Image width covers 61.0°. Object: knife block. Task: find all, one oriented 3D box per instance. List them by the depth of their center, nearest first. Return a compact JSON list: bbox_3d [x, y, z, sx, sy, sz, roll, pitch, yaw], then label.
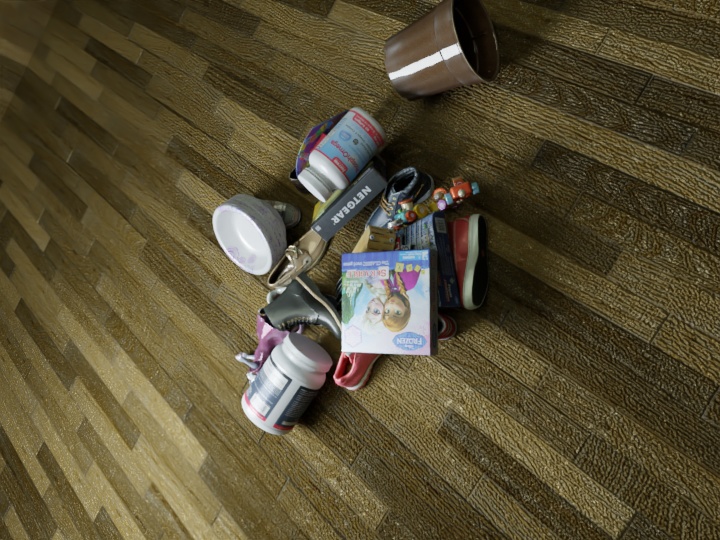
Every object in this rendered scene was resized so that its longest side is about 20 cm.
[{"bbox_3d":[0.000,0.000,1.349,0.175,0.063,0.202,-162,81,-67],"label":"knife block"}]

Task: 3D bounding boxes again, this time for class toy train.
[{"bbox_3d":[0.145,-0.146,1.269,0.198,0.150,0.056,-21,85,10],"label":"toy train"}]

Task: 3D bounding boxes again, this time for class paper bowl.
[{"bbox_3d":[-0.267,-0.099,1.540,0.199,0.104,0.202,24,136,26],"label":"paper bowl"}]

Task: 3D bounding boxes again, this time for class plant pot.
[{"bbox_3d":[0.170,-0.476,1.332,0.197,0.199,0.203,-11,72,39],"label":"plant pot"}]

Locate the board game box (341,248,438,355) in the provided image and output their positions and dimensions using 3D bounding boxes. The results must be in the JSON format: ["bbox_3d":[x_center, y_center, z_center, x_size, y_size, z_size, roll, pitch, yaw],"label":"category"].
[{"bbox_3d":[0.055,0.063,1.202,0.198,0.041,0.202,-3,86,31],"label":"board game box"}]

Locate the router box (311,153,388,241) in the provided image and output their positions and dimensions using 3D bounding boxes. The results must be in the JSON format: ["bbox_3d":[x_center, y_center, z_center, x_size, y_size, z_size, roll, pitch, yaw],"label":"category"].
[{"bbox_3d":[-0.025,-0.177,1.412,0.200,0.052,0.158,-42,20,19],"label":"router box"}]

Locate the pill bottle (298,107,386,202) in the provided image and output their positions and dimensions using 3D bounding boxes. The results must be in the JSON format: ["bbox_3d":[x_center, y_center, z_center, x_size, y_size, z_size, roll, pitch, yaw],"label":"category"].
[{"bbox_3d":[-0.042,-0.252,1.348,0.109,0.109,0.200,38,84,34],"label":"pill bottle"}]

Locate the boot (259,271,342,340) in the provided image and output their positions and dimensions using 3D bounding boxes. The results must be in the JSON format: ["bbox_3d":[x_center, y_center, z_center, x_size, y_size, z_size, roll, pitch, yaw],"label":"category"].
[{"bbox_3d":[-0.122,0.116,1.377,0.138,0.078,0.200,-39,58,-9],"label":"boot"}]

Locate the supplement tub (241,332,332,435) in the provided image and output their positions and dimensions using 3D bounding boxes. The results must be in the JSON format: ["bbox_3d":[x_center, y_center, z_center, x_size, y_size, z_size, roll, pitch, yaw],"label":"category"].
[{"bbox_3d":[-0.167,0.259,1.401,0.140,0.140,0.201,41,102,33],"label":"supplement tub"}]

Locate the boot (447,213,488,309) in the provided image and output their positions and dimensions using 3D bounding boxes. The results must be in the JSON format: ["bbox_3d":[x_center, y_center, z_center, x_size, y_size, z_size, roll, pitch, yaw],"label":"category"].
[{"bbox_3d":[0.189,-0.012,1.275,0.143,0.072,0.202,-8,67,33],"label":"boot"}]

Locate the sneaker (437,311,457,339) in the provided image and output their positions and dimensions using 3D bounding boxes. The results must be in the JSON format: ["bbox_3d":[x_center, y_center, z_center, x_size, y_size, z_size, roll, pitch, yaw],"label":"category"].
[{"bbox_3d":[0.092,0.110,1.252,0.198,0.112,0.072,-1,82,17],"label":"sneaker"}]

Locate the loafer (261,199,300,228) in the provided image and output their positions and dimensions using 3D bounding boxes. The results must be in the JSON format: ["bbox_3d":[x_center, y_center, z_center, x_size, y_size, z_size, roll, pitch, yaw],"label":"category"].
[{"bbox_3d":[-0.247,-0.152,1.598,0.198,0.063,0.073,13,85,35],"label":"loafer"}]

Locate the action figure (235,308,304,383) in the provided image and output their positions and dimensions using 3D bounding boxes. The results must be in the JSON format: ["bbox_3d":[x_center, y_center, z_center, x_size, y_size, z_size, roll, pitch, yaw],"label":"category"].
[{"bbox_3d":[-0.228,0.202,1.502,0.147,0.134,0.202,11,99,-7],"label":"action figure"}]

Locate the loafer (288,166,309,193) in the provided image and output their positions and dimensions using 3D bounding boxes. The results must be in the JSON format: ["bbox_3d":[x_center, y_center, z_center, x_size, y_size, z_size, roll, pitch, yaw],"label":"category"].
[{"bbox_3d":[-0.106,-0.282,1.530,0.073,0.071,0.201,44,104,32],"label":"loafer"}]

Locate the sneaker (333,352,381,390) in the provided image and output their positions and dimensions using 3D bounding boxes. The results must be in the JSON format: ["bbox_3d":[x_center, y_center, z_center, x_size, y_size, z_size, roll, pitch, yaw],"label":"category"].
[{"bbox_3d":[0.007,0.173,1.338,0.073,0.087,0.202,29,95,34],"label":"sneaker"}]

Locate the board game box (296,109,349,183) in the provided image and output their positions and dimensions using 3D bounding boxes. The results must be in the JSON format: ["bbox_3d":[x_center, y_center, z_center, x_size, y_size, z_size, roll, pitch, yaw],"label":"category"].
[{"bbox_3d":[-0.067,-0.280,1.431,0.039,0.200,0.159,36,140,20],"label":"board game box"}]

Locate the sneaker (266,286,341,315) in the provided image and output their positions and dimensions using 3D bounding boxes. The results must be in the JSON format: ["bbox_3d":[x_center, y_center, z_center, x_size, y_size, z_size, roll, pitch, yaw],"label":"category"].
[{"bbox_3d":[-0.138,0.086,1.461,0.198,0.079,0.079,4,79,33],"label":"sneaker"}]

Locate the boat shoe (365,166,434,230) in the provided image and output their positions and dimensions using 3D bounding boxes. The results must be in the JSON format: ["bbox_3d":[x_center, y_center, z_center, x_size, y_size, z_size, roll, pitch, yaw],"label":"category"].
[{"bbox_3d":[0.070,-0.154,1.371,0.200,0.091,0.071,-42,60,19],"label":"boat shoe"}]

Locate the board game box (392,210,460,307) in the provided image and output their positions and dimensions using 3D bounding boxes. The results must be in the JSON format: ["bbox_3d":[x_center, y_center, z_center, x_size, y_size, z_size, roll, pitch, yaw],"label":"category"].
[{"bbox_3d":[0.106,0.001,1.286,0.199,0.061,0.202,-25,68,49],"label":"board game box"}]

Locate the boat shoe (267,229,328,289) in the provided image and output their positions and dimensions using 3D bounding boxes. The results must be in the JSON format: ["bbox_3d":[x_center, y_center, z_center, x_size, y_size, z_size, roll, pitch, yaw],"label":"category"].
[{"bbox_3d":[-0.152,-0.031,1.505,0.071,0.064,0.201,45,104,32],"label":"boat shoe"}]
